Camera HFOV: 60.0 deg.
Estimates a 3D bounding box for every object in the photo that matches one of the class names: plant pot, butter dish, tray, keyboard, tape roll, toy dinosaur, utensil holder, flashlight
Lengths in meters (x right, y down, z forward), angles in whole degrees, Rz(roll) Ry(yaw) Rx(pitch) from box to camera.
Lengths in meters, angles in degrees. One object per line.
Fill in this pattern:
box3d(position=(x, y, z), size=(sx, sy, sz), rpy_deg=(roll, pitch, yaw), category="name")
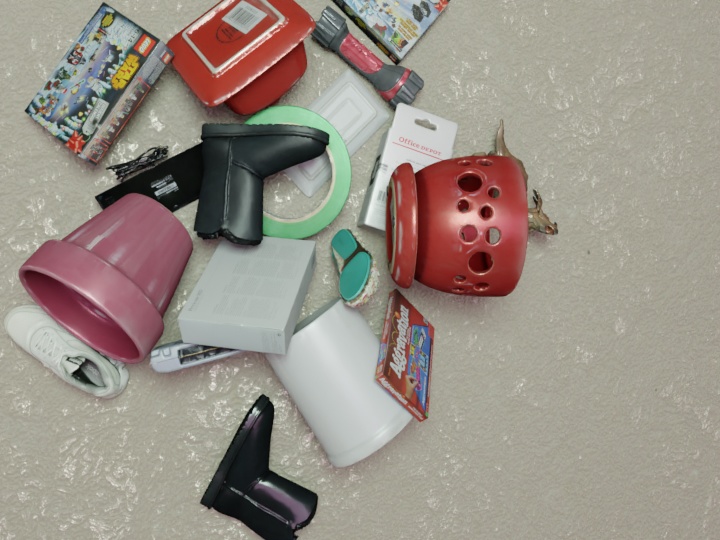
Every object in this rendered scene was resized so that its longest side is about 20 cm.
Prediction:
box3d(position=(-0.338, -0.001, 0.882), size=(0.198, 0.200, 0.181), rpy_deg=(35, 57, -8), category="plant pot")
box3d(position=(-0.164, -0.313, 0.949), size=(0.198, 0.148, 0.201), rpy_deg=(-39, 55, -4), category="butter dish")
box3d(position=(-0.051, -0.228, 1.025), size=(0.107, 0.022, 0.200), rpy_deg=(45, 82, -8), category="tray")
box3d(position=(-0.312, -0.144, 0.975), size=(0.197, 0.040, 0.106), rpy_deg=(-29, 118, -11), category="keyboard")
box3d(position=(-0.111, -0.152, 0.980), size=(0.195, 0.048, 0.206), rpy_deg=(0, 97, -2), category="tape roll")
box3d(position=(0.259, -0.146, 1.057), size=(0.133, 0.086, 0.205), rpy_deg=(4, 72, -21), category="toy dinosaur")
box3d(position=(-0.030, 0.163, 0.954), size=(0.168, 0.170, 0.202), rpy_deg=(-34, 92, -9), category="utensil holder")
box3d(position=(0.011, -0.344, 1.011), size=(0.199, 0.068, 0.068), rpy_deg=(38, 117, -13), category="flashlight")
box3d(position=(0.129, -0.063, 0.907), size=(0.178, 0.200, 0.206), rpy_deg=(-1, 89, -2), category="plant pot")

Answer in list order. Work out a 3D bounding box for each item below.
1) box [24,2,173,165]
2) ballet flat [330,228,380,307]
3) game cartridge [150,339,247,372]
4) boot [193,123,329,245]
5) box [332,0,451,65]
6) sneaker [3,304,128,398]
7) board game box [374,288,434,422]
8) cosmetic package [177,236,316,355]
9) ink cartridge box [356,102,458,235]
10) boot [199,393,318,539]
box3d(position=(-0.382, -0.274, 0.912), size=(0.136, 0.040, 0.202), rpy_deg=(34, 88, 19), category="box")
box3d(position=(0.000, 0.000, 0.953), size=(0.075, 0.201, 0.064), rpy_deg=(-39, 120, 15), category="ballet flat")
box3d(position=(-0.208, 0.107, 0.934), size=(0.196, 0.133, 0.042), rpy_deg=(-14, 95, -13), category="game cartridge")
box3d(position=(-0.144, -0.122, 0.909), size=(0.195, 0.076, 0.173), rpy_deg=(2, 91, 5), category="boot")
box3d(position=(0.036, -0.465, 1.034), size=(0.200, 0.040, 0.137), rpy_deg=(43, 83, -8), category="box")
box3d(position=(-0.436, 0.119, 0.919), size=(0.198, 0.081, 0.076), rpy_deg=(35, 85, -7), category="sneaker")
box3d(position=(0.072, 0.124, 0.962), size=(0.019, 0.202, 0.103), rpy_deg=(-35, 113, 29), category="board game box")
box3d(position=(-0.156, 0.027, 0.903), size=(0.147, 0.202, 0.053), rpy_deg=(7, 129, 6), category="cosmetic package")
box3d(position=(0.078, -0.154, 1.025), size=(0.113, 0.067, 0.204), rpy_deg=(17, 87, -10), category="ink cartridge box")
box3d(position=(-0.135, 0.316, 0.973), size=(0.166, 0.076, 0.203), rpy_deg=(29, 91, -5), category="boot")
